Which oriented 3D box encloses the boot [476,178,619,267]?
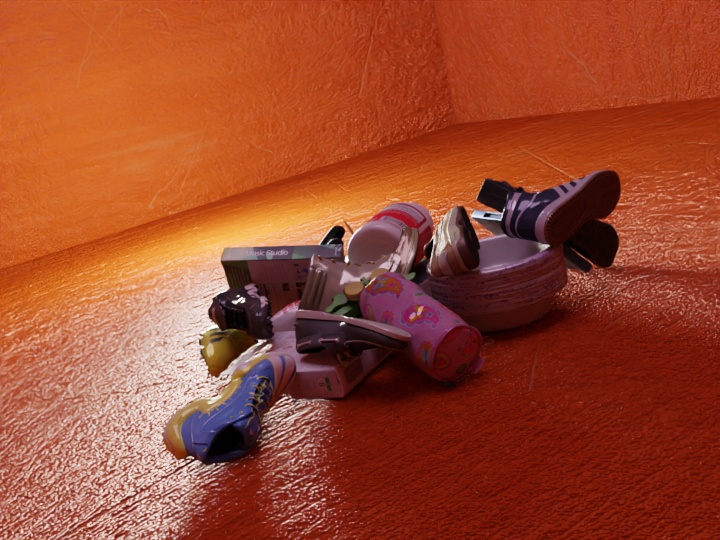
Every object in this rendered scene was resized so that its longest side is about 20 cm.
[{"bbox_3d":[0.305,-0.080,1.411,0.199,0.066,0.164,25,-5,45],"label":"boot"}]

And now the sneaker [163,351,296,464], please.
[{"bbox_3d":[-0.136,0.176,1.053,0.199,0.076,0.105,-35,34,-30],"label":"sneaker"}]

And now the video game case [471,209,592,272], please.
[{"bbox_3d":[0.276,-0.051,1.420,0.018,0.143,0.200,-57,16,-3],"label":"video game case"}]

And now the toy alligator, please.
[{"bbox_3d":[-0.013,0.044,1.235,0.199,0.060,0.054,-28,38,-12],"label":"toy alligator"}]

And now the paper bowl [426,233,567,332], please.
[{"bbox_3d":[0.201,0.020,1.261,0.199,0.105,0.201,-12,15,3],"label":"paper bowl"}]

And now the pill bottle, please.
[{"bbox_3d":[0.060,-0.052,1.487,0.111,0.113,0.200,-7,16,23],"label":"pill bottle"}]

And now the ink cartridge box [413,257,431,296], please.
[{"bbox_3d":[0.085,0.007,1.550,0.196,0.047,0.200,-3,20,40],"label":"ink cartridge box"}]

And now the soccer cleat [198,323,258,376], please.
[{"bbox_3d":[-0.200,0.109,1.370,0.083,0.065,0.200,-11,14,7],"label":"soccer cleat"}]

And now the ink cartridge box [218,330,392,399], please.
[{"bbox_3d":[-0.074,0.130,1.220,0.198,0.051,0.161,-9,14,31],"label":"ink cartridge box"}]

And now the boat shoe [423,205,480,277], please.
[{"bbox_3d":[0.124,-0.040,1.233,0.076,0.072,0.200,-27,9,15],"label":"boat shoe"}]

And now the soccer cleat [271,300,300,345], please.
[{"bbox_3d":[-0.053,0.077,1.359,0.198,0.069,0.085,-12,9,-15],"label":"soccer cleat"}]

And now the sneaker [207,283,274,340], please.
[{"bbox_3d":[-0.184,0.069,1.314,0.090,0.067,0.200,-9,14,-14],"label":"sneaker"}]

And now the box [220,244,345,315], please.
[{"bbox_3d":[-0.118,0.020,1.422,0.198,0.145,0.037,-2,45,6],"label":"box"}]

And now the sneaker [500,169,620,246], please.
[{"bbox_3d":[0.289,-0.098,1.263,0.199,0.071,0.108,-30,25,-35],"label":"sneaker"}]

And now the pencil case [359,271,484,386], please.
[{"bbox_3d":[0.078,0.073,1.137,0.087,0.088,0.200,-19,30,-24],"label":"pencil case"}]

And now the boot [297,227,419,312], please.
[{"bbox_3d":[0.000,0.000,1.320,0.153,0.072,0.201,18,61,6],"label":"boot"}]

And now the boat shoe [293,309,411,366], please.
[{"bbox_3d":[-0.014,0.092,1.114,0.199,0.062,0.072,7,-6,45],"label":"boat shoe"}]

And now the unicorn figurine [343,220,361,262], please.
[{"bbox_3d":[0.008,-0.038,1.641,0.074,0.201,0.137,37,48,13],"label":"unicorn figurine"}]

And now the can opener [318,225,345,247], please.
[{"bbox_3d":[-0.068,-0.007,1.460,0.078,0.201,0.064,9,47,-18],"label":"can opener"}]
